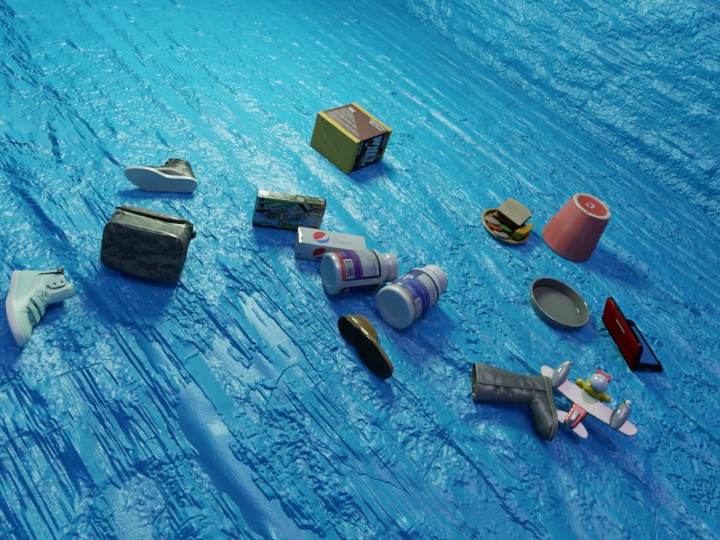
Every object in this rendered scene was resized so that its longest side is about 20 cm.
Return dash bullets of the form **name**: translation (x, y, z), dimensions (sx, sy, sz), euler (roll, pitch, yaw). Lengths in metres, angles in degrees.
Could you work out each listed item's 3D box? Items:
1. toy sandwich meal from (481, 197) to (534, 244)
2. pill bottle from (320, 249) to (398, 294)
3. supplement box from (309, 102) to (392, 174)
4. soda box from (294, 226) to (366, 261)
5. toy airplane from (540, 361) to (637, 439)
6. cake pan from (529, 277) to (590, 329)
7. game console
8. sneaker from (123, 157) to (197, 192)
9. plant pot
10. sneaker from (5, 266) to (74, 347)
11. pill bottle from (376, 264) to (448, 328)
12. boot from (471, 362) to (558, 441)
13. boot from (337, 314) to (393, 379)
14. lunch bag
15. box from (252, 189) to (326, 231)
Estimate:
- **toy sandwich meal**: translation (0.523, -0.175, 1.911), dimensions (0.203, 0.071, 0.206), euler (12, 43, -11)
- **pill bottle**: translation (0.000, 0.000, 1.478), dimensions (0.198, 0.112, 0.112), euler (-6, 48, -28)
- **supplement box**: translation (-0.034, -0.476, 1.940), dimensions (0.197, 0.133, 0.199), euler (41, 45, 20)
- **soda box**: translation (-0.087, -0.067, 1.546), dimensions (0.198, 0.064, 0.069), euler (7, 43, -15)
- **toy airplane**: translation (0.570, 0.319, 1.364), dimensions (0.198, 0.142, 0.200), euler (6, 40, -7)
- **cake pan**: translation (0.611, 0.105, 1.683), dimensions (0.198, 0.037, 0.201), euler (12, 42, -11)
- **game console**: translation (0.827, 0.190, 1.634), dimensions (0.117, 0.173, 0.201), euler (-14, 47, 1)
- **sneaker**: translation (-0.574, -0.282, 1.563), dimensions (0.198, 0.071, 0.100), euler (5, 42, -27)
- **plant pot**: translation (0.775, -0.163, 1.926), dimensions (0.198, 0.178, 0.202), euler (12, 42, -11)
- **sneaker**: translation (-0.671, 0.067, 1.147), dimensions (0.117, 0.074, 0.201), euler (-8, 47, -21)
- **pill bottle**: translation (0.147, 0.062, 1.469), dimensions (0.120, 0.120, 0.199), euler (41, 44, 20)
- **boot**: translation (0.374, 0.320, 1.336), dimensions (0.198, 0.073, 0.183), euler (12, 48, -11)
- **boot**: translation (0.029, 0.180, 1.341), dimensions (0.075, 0.074, 0.200), euler (-8, 47, -43)
- **lunch bag**: translation (-0.517, -0.080, 1.331), dimensions (0.198, 0.140, 0.168), euler (13, 26, -11)
- **box**: translation (-0.206, -0.169, 1.567), dimensions (0.198, 0.111, 0.035), euler (5, 44, -17)
